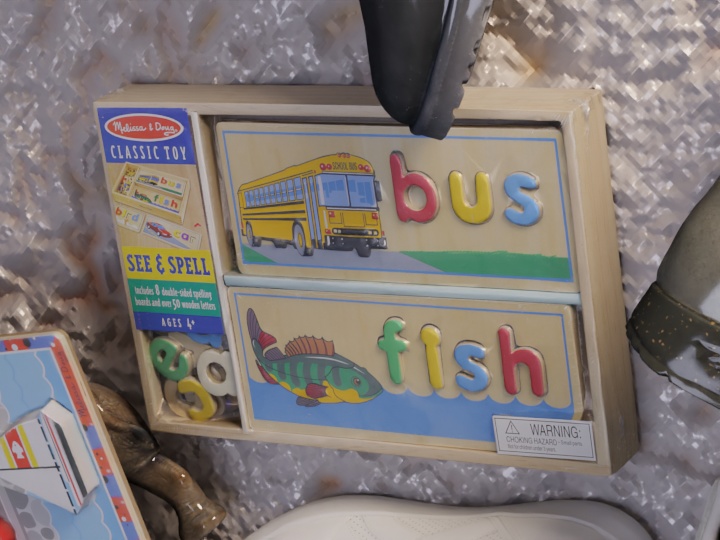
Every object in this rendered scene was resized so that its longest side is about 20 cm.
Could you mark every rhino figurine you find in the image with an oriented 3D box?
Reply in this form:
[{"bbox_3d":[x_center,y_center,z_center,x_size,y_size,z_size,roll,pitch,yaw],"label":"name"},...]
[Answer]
[{"bbox_3d":[-0.147,0.106,1.011,0.200,0.060,0.088,-31,96,38],"label":"rhino figurine"}]

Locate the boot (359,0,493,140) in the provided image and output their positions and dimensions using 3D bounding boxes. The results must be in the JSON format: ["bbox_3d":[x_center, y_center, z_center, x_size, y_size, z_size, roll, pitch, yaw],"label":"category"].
[{"bbox_3d":[-0.048,-0.140,0.796,0.199,0.066,0.166,12,114,-1],"label":"boot"}]

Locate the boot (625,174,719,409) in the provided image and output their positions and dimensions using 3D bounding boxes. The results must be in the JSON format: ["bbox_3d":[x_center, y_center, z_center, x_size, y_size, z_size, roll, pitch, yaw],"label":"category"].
[{"bbox_3d":[0.189,0.008,0.754,0.199,0.068,0.131,28,103,1],"label":"boot"}]

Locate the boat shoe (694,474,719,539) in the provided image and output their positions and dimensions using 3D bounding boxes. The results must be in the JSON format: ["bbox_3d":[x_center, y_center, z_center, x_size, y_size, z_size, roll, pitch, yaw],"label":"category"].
[{"bbox_3d":[0.137,0.137,0.843,0.072,0.066,0.201,19,118,24],"label":"boat shoe"}]

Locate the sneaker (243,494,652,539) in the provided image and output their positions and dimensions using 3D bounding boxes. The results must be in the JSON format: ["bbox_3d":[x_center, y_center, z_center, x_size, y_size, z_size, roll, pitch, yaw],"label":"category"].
[{"bbox_3d":[-0.002,0.134,0.898,0.199,0.115,0.074,-13,104,36],"label":"sneaker"}]

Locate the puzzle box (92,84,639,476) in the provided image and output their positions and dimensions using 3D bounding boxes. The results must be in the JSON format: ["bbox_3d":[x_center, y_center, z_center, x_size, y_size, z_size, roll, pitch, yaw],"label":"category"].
[{"bbox_3d":[0.000,0.000,0.896,0.199,0.025,0.134,2,110,31],"label":"puzzle box"}]

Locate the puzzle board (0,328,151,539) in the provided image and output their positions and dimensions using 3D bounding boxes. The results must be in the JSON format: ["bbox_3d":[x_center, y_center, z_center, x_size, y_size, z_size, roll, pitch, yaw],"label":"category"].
[{"bbox_3d":[-0.139,0.118,0.964,0.150,0.017,0.201,-5,114,34],"label":"puzzle board"}]
